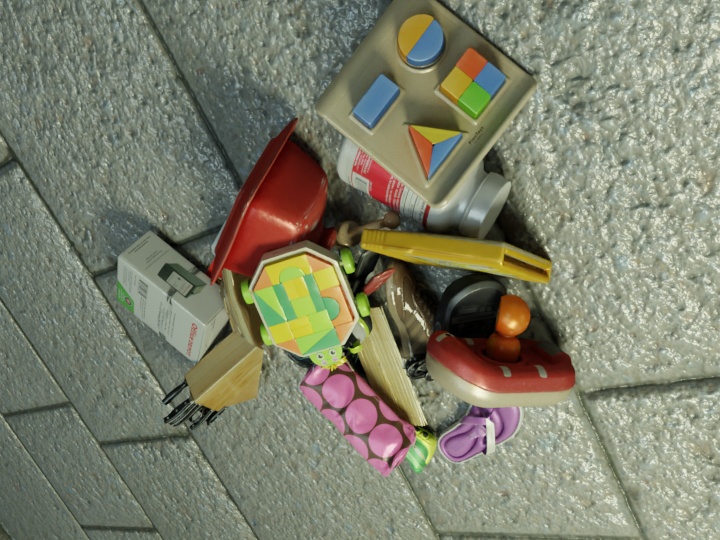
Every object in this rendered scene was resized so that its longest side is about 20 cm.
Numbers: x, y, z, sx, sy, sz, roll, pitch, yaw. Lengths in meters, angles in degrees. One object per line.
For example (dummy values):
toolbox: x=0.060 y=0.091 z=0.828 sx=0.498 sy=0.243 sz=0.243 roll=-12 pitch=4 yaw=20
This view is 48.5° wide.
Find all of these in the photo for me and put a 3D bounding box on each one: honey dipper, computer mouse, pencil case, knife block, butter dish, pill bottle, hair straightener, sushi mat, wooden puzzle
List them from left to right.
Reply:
knife block: x=-0.267 y=0.195 z=1.411 sx=0.064 sy=0.173 sz=0.202 roll=56 pitch=146 yaw=35
butter dish: x=-0.102 y=-0.070 z=1.117 sx=0.146 sy=0.201 sz=0.200 roll=28 pitch=135 yaw=-7
pencil case: x=-0.001 y=0.210 z=1.213 sx=0.200 sy=0.091 sz=0.094 roll=45 pitch=94 yaw=4
hair straightener: x=0.000 y=0.000 z=1.139 sx=0.078 sy=0.040 sz=0.200 roll=63 pitch=166 yaw=9
honey dipper: x=0.006 y=-0.058 z=1.079 sx=0.038 sy=0.038 sz=0.200 roll=54 pitch=160 yaw=-8
sushi mat: x=0.036 y=0.147 z=1.219 sx=0.095 sy=0.012 sz=0.203 roll=-8 pitch=108 yaw=52
wooden puzzle: x=0.070 y=-0.201 z=0.908 sx=0.199 sy=0.046 sz=0.186 roll=39 pitch=94 yaw=9
pill bottle: x=0.079 y=-0.118 z=0.986 sx=0.198 sy=0.112 sz=0.113 roll=30 pitch=133 yaw=15
computer mouse: x=0.135 y=0.068 z=1.088 sx=0.202 sy=0.136 sz=0.053 roll=103 pitch=156 yaw=-45

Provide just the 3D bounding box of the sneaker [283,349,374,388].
sneaker: x=-0.043 y=0.135 z=1.295 sx=0.199 sy=0.076 sz=0.080 roll=37 pitch=121 yaw=0

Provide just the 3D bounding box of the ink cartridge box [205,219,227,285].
ink cartridge box: x=-0.187 y=0.019 z=1.324 sx=0.161 sy=0.050 sz=0.200 roll=43 pitch=133 yaw=3

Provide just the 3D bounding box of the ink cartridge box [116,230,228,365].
ink cartridge box: x=-0.330 y=0.051 z=1.414 sx=0.199 sy=0.084 sz=0.147 roll=37 pitch=143 yaw=8

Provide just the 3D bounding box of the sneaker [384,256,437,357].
sneaker: x=0.089 y=0.065 z=1.154 sx=0.074 sy=0.071 sz=0.202 roll=-7 pitch=120 yaw=17

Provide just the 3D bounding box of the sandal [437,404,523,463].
sandal: x=0.180 y=0.248 z=1.212 sx=0.082 sy=0.050 sz=0.203 roll=39 pitch=135 yaw=7

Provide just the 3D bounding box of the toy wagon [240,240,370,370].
toy wagon: x=-0.065 y=0.058 z=1.082 sx=0.153 sy=0.040 sz=0.202 roll=-17 pitch=115 yaw=9

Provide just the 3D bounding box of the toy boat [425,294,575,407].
toy boat: x=0.182 y=0.095 z=1.023 sx=0.130 sy=0.197 sz=0.133 roll=-143 pitch=58 yaw=-63

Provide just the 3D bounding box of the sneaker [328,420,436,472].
sneaker: x=0.025 y=0.274 z=1.311 sx=0.198 sy=0.085 sz=0.074 roll=15 pitch=173 yaw=28

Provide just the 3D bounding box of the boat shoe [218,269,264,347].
boat shoe: x=-0.194 y=0.034 z=1.260 sx=0.064 sy=0.071 sz=0.202 roll=15 pitch=130 yaw=28

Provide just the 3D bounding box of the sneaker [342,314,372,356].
sneaker: x=-0.075 y=0.080 z=1.192 sx=0.198 sy=0.083 sz=0.072 roll=8 pitch=142 yaw=37

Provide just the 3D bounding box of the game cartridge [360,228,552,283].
game cartridge: x=0.118 y=-0.018 z=0.998 sx=0.198 sy=0.175 sz=0.033 roll=6 pitch=86 yaw=32
